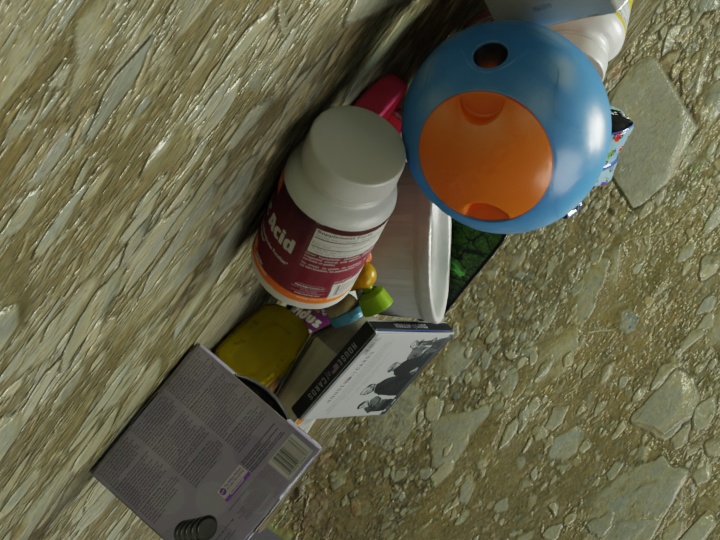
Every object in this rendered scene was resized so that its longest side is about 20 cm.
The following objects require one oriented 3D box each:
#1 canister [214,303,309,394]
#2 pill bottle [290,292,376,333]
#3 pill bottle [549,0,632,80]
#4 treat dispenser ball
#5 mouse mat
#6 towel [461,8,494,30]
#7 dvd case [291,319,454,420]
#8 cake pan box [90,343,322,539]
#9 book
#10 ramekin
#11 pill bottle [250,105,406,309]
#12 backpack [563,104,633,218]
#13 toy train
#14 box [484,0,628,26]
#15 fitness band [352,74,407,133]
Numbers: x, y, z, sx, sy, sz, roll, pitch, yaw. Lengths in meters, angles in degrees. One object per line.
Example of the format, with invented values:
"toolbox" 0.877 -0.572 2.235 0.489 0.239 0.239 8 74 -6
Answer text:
"canister" -0.148 0.148 1.846 0.149 0.086 0.200 -45 168 -42
"pill bottle" -0.050 0.083 2.008 0.200 0.112 0.112 -49 172 -22
"pill bottle" 0.265 -0.316 1.759 0.113 0.112 0.201 113 -6 -63
"treat dispenser ball" 0.139 -0.136 1.412 0.201 0.201 0.201 -50 172 -10
"mouse mat" 0.074 -0.035 1.923 0.161 0.200 0.008 -50 145 -6
"towel" 0.179 -0.292 1.614 0.143 0.023 0.200 -27 -172 5
"dvd case" 0.018 0.121 1.808 0.150 0.025 0.200 -50 155 19
"cake pan box" -0.168 0.209 1.647 0.200 0.184 0.052 -51 176 -4
"book" -0.059 0.147 1.855 0.201 0.048 0.133 -58 166 27
"ramekin" 0.051 -0.037 1.798 0.200 0.097 0.202 1 90 -80
"pill bottle" -0.031 -0.061 1.454 0.114 0.114 0.200 -45 169 -39
"backpack" 0.212 -0.140 1.738 0.199 0.182 0.136 -12 115 -33
"toy train" 0.000 0.000 1.653 0.084 0.116 0.200 -35 -168 -31
"box" 0.220 -0.334 1.438 0.152 0.107 0.200 -2 -143 51
"fitness band" -0.010 -0.121 1.591 0.201 0.037 0.144 -57 170 27
